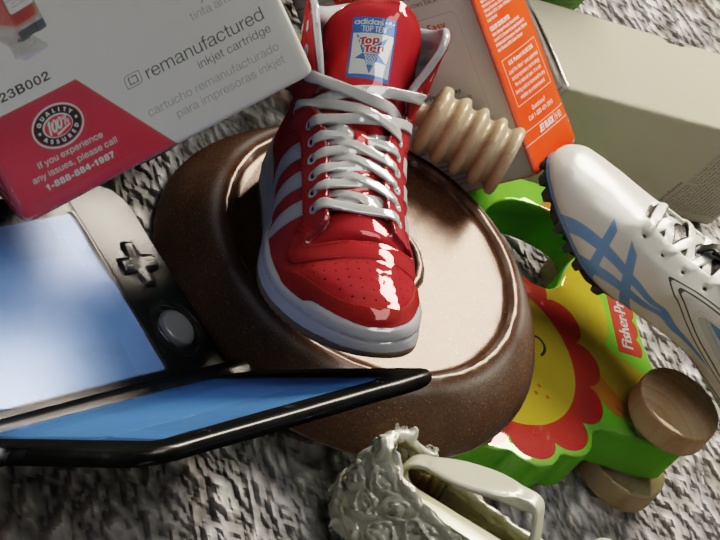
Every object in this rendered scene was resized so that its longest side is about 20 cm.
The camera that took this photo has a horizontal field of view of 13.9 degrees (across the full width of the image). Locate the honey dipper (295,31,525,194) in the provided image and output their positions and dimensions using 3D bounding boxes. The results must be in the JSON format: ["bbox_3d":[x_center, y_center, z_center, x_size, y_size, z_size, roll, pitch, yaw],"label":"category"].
[{"bbox_3d":[-0.014,-0.100,1.431,0.200,0.038,0.038,29,35,-3],"label":"honey dipper"}]

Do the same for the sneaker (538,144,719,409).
[{"bbox_3d":[0.170,0.007,1.459,0.200,0.072,0.072,46,33,-4],"label":"sneaker"}]

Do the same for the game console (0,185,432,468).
[{"bbox_3d":[-0.100,0.019,1.228,0.200,0.116,0.176,-12,65,-53],"label":"game console"}]

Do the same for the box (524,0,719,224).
[{"bbox_3d":[0.146,-0.087,1.651,0.200,0.082,0.069,13,47,-43],"label":"box"}]

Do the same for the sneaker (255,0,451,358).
[{"bbox_3d":[0.000,-0.050,1.289,0.071,0.113,0.200,12,26,-16],"label":"sneaker"}]

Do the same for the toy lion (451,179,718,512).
[{"bbox_3d":[0.077,0.029,1.479,0.191,0.069,0.200,18,42,-26],"label":"toy lion"}]

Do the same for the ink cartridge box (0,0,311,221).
[{"bbox_3d":[-0.131,-0.146,1.254,0.200,0.145,0.083,65,-8,-20],"label":"ink cartridge box"}]

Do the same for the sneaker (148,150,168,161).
[{"bbox_3d":[-0.074,-0.146,1.364,0.075,0.106,0.200,31,74,6],"label":"sneaker"}]

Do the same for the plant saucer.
[{"bbox_3d":[0.000,0.000,1.395,0.200,0.035,0.201,18,43,-17],"label":"plant saucer"}]

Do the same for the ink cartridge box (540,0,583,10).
[{"bbox_3d":[0.104,-0.210,1.619,0.059,0.200,0.104,-5,59,-51],"label":"ink cartridge box"}]

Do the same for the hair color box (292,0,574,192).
[{"bbox_3d":[0.024,-0.138,1.481,0.061,0.101,0.201,-40,113,-57],"label":"hair color box"}]

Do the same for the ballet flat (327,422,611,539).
[{"bbox_3d":[0.076,0.135,1.303,0.200,0.072,0.072,31,32,9],"label":"ballet flat"}]
